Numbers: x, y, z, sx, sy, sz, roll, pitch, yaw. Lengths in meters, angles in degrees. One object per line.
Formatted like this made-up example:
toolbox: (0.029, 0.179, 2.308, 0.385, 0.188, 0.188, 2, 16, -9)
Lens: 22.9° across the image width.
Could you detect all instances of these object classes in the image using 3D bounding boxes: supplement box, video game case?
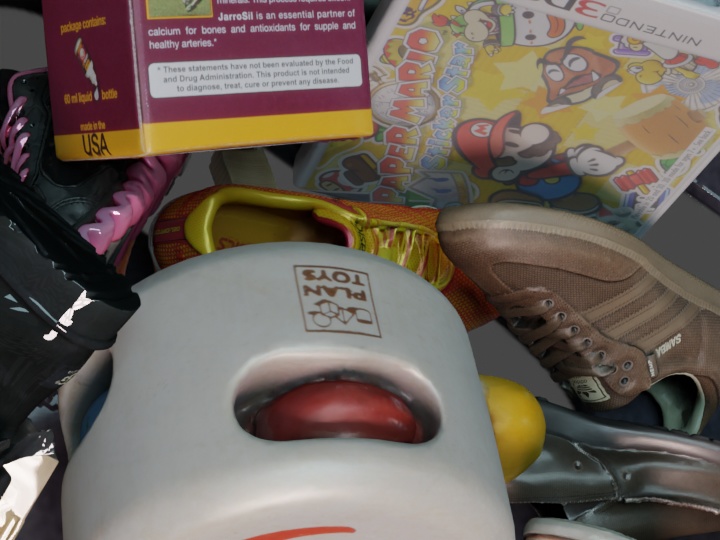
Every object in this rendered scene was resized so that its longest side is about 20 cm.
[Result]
supplement box: (-0.068, -0.149, 0.729, 0.110, 0.086, 0.201, -7, 95, -34)
video game case: (0.083, -0.077, 0.835, 0.181, 0.200, 0.023, 13, 57, -14)

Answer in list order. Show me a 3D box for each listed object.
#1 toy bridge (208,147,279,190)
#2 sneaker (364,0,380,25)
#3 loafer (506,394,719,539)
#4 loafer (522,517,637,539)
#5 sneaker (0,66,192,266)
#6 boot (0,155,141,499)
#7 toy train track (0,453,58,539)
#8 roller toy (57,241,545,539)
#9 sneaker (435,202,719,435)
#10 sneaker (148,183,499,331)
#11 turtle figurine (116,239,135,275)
toy bridge: (-0.028, -0.109, 0.812, 0.027, 0.200, 0.067, -4, 57, -29)
sneaker: (0.050, -0.099, 0.883, 0.199, 0.099, 0.078, 4, 70, -17)
loafer: (0.115, 0.108, 0.868, 0.199, 0.073, 0.071, 14, 81, -9)
loafer: (0.112, 0.161, 0.786, 0.072, 0.200, 0.063, 11, 73, 23)
sneaker: (-0.134, -0.047, 0.790, 0.095, 0.079, 0.200, 32, 35, -5)
boot: (-0.196, 0.016, 0.686, 0.198, 0.073, 0.163, 44, 101, 10)
toy train track: (-0.186, 0.156, 0.739, 0.114, 0.033, 0.200, 29, 93, -21)
roller toy: (-0.032, 0.081, 0.748, 0.199, 0.182, 0.140, -23, 51, 16)
sneaker: (0.114, 0.026, 0.857, 0.200, 0.070, 0.076, 21, 73, -35)
sneaker: (0.000, 0.000, 0.842, 0.199, 0.077, 0.073, 3, 87, -29)
turtle figurine: (-0.195, 0.015, 0.788, 0.161, 0.064, 0.200, 45, 54, -18)
